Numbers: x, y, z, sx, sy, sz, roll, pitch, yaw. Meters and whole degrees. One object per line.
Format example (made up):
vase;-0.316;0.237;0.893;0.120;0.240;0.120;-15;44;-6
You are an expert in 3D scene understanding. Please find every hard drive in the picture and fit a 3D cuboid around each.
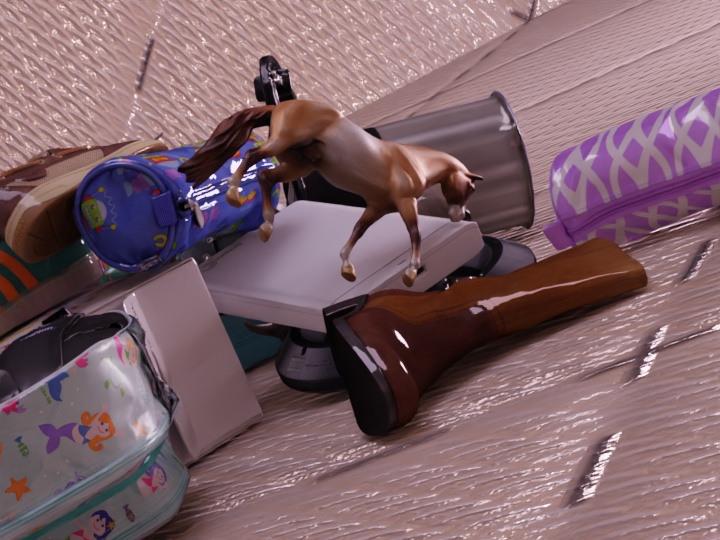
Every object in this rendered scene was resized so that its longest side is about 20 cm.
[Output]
hard drive;-0.024;-0.004;1.530;0.132;0.027;0.199;-34;25;-31

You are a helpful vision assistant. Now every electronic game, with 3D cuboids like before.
electronic game;0.032;0.030;1.505;0.199;0.042;0.200;-22;16;6

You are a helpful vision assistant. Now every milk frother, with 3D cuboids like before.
milk frother;0.022;-0.105;1.765;0.187;0.201;0.180;-14;-4;-8

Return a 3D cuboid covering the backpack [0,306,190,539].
backpack;-0.194;0.112;1.293;0.177;0.151;0.200;-28;1;0

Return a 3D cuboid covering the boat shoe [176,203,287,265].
boat shoe;-0.112;0.003;1.717;0.200;0.073;0.062;-25;22;49

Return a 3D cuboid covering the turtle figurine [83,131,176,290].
turtle figurine;-0.198;-0.005;1.675;0.200;0.100;0.150;-53;3;21

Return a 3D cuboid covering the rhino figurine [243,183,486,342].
rhino figurine;0.000;0.000;1.639;0.199;0.088;0.060;-25;7;8

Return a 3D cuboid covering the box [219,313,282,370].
box;-0.068;0.028;1.812;0.082;0.049;0.200;-25;8;8

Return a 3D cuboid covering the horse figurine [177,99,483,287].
horse figurine;-0.018;-0.063;1.449;0.050;0.199;0.133;117;175;-53

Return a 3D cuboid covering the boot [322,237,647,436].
boot;0.083;0.038;1.329;0.199;0.069;0.188;-14;7;-3

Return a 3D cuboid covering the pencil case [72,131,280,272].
pencil case;-0.123;-0.052;1.518;0.086;0.079;0.200;-4;8;23

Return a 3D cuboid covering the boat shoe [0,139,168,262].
boat shoe;-0.207;-0.063;1.523;0.200;0.072;0.073;-34;-31;-58

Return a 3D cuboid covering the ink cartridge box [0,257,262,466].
ink cartridge box;-0.176;0.083;1.509;0.125;0.129;0.199;-31;10;-38

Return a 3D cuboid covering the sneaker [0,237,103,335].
sneaker;-0.275;0.009;1.523;0.071;0.080;0.200;-18;11;44

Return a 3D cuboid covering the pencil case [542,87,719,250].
pencil case;0.222;-0.071;1.453;0.199;0.084;0.086;-21;32;37
